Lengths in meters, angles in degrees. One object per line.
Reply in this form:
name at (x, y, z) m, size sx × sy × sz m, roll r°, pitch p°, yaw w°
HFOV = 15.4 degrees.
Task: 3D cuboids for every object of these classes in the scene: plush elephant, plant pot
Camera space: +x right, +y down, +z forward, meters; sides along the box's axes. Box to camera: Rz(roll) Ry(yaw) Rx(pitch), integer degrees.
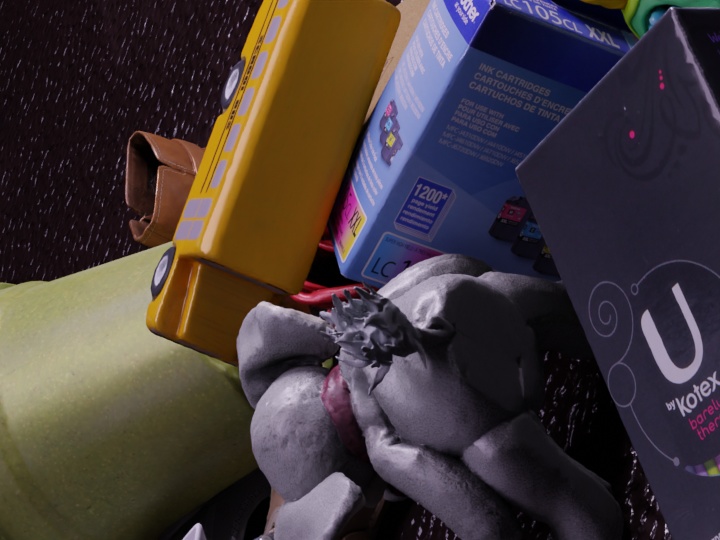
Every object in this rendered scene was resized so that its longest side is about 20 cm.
plush elephant at (0.017, 0.076, 1.314) m, size 0.154 × 0.199 × 0.166 m, roll -30°, pitch 52°, yaw 38°
plant pot at (-0.123, 0.068, 1.565) m, size 0.183 × 0.200 × 0.202 m, roll -25°, pitch 46°, yaw 27°

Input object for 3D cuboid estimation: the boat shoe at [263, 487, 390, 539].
boat shoe at (-0.024, 0.162, 1.523) m, size 0.065 × 0.071 × 0.201 m, roll -97°, pitch 24°, yaw -51°

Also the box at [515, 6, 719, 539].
box at (0.165, 0.008, 1.072) m, size 0.122 × 0.105 × 0.201 m, roll -47°, pitch 57°, yaw 44°

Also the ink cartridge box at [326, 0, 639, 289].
ink cartridge box at (0.084, -0.076, 1.365) m, size 0.201 × 0.136 × 0.076 m, roll -62°, pitch 26°, yaw 22°

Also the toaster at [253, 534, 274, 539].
toaster at (-0.027, 0.245, 1.415) m, size 0.200 × 0.113 × 0.130 m, roll -112°, pitch 42°, yaw -59°

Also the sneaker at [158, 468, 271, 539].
sneaker at (-0.080, 0.179, 1.626) m, size 0.201 × 0.074 × 0.082 m, roll -61°, pitch 23°, yaw 23°

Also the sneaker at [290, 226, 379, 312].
sneaker at (0.000, 0.000, 1.526) m, size 0.200 × 0.115 × 0.079 m, roll -14°, pitch 60°, yaw 63°

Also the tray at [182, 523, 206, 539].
tray at (-0.107, 0.248, 1.445) m, size 0.107 × 0.022 × 0.201 m, roll 131°, pitch 151°, yaw -58°

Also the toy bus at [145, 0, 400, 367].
toy bus at (-0.047, -0.052, 1.398) m, size 0.201 × 0.065 × 0.078 m, roll -70°, pitch 17°, yaw -7°

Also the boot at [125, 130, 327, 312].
boot at (-0.082, -0.054, 1.701) m, size 0.077 × 0.154 × 0.201 m, roll -56°, pitch 28°, yaw 34°

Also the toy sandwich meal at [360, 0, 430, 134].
toy sandwich meal at (0.036, -0.090, 1.497) m, size 0.205 × 0.070 × 0.206 m, roll -42°, pitch 19°, yaw 18°

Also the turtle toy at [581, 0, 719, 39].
turtle toy at (0.195, -0.148, 1.192) m, size 0.200 × 0.145 × 0.102 m, roll -50°, pitch 51°, yaw 40°
